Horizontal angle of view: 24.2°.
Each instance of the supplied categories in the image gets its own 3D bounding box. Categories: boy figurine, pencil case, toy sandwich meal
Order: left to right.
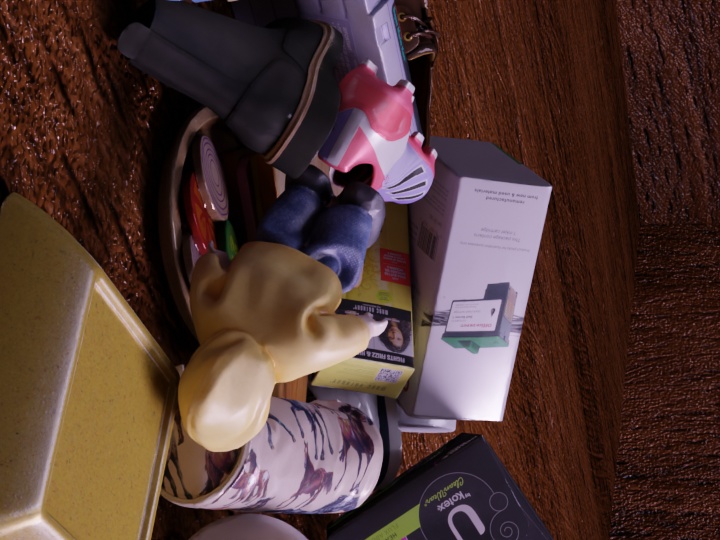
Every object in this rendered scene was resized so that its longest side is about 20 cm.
[{"bbox_3d":[-0.063,-0.024,1.129,0.205,0.070,0.206,-9,90,-68],"label":"toy sandwich meal"},{"bbox_3d":[-0.060,0.115,1.109,0.200,0.077,0.090,19,62,-60],"label":"pencil case"},{"bbox_3d":[-0.047,0.025,1.013,0.065,0.124,0.201,96,16,-52],"label":"boy figurine"}]

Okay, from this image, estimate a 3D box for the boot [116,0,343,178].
[{"bbox_3d":[-0.085,-0.148,1.077,0.078,0.138,0.200,-55,-163,14],"label":"boot"}]

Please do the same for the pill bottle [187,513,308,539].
[{"bbox_3d":[-0.053,0.244,1.142,0.200,0.113,0.114,59,35,-63],"label":"pill bottle"}]

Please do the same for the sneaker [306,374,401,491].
[{"bbox_3d":[-0.021,0.078,1.345,0.080,0.076,0.201,6,63,-32],"label":"sneaker"}]

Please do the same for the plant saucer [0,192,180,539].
[{"bbox_3d":[-0.152,0.090,0.905,0.200,0.048,0.201,64,29,-58],"label":"plant saucer"}]

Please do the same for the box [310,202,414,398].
[{"bbox_3d":[0.000,0.000,1.329,0.050,0.075,0.201,120,-25,-50],"label":"box"}]

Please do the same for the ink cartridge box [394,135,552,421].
[{"bbox_3d":[0.075,0.005,1.362,0.146,0.084,0.201,-128,-134,-67],"label":"ink cartridge box"}]

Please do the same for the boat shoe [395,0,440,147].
[{"bbox_3d":[0.034,-0.182,1.327,0.072,0.067,0.201,-5,100,-47],"label":"boat shoe"}]

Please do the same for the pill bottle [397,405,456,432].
[{"bbox_3d":[0.049,0.043,1.518,0.111,0.110,0.201,34,57,-72],"label":"pill bottle"}]

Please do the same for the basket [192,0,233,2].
[{"bbox_3d":[-0.086,-0.242,0.964,0.200,0.138,0.177,-37,119,-76],"label":"basket"}]

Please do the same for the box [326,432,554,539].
[{"bbox_3d":[0.063,0.218,1.335,0.125,0.148,0.200,56,-3,3],"label":"box"}]

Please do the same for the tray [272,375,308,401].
[{"bbox_3d":[-0.063,0.036,1.251,0.099,0.037,0.201,51,42,-66],"label":"tray"}]

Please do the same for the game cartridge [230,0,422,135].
[{"bbox_3d":[-0.024,-0.150,1.219,0.038,0.129,0.201,-58,148,-36],"label":"game cartridge"}]

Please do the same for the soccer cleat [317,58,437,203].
[{"bbox_3d":[0.007,-0.076,1.138,0.077,0.067,0.200,-56,168,-9],"label":"soccer cleat"}]
